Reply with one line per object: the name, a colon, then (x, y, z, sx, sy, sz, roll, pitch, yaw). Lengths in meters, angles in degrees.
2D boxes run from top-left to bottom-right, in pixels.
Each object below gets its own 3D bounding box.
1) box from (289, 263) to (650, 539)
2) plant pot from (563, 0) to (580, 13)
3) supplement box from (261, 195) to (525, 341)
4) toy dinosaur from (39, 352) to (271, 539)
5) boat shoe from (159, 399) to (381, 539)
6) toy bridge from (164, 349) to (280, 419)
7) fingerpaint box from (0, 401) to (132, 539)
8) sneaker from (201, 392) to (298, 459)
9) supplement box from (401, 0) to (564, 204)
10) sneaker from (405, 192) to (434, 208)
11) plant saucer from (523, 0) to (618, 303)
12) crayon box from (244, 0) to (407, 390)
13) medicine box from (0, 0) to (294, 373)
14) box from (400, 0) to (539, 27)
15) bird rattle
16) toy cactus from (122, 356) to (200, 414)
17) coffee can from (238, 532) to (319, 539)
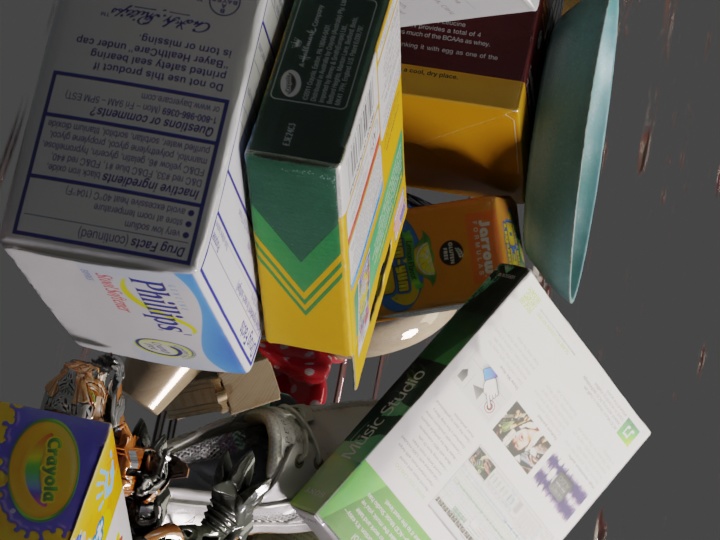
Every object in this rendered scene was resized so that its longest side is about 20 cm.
box: (0.068, 0.116, 1.557, 0.200, 0.036, 0.145, -48, 117, -20)
plant pot: (0.070, -0.166, 1.917, 0.186, 0.199, 0.188, 10, 90, -82)
supplement box: (0.000, 0.000, 1.631, 0.069, 0.199, 0.067, 13, 68, -77)
toy dinosaur: (-0.135, 0.138, 1.410, 0.135, 0.102, 0.201, -24, 142, -50)
boat shoe: (-0.051, 0.111, 1.534, 0.071, 0.199, 0.070, 59, -26, 32)
toy bridge: (-0.088, 0.070, 1.592, 0.200, 0.067, 0.027, -173, -115, -85)
fingerpaint box: (-0.170, 0.190, 1.236, 0.167, 0.073, 0.201, 88, 15, -54)
sneaker: (-0.056, 0.153, 1.741, 0.200, 0.140, 0.078, 30, 28, -51)
supplement box: (0.025, -0.172, 1.643, 0.133, 0.196, 0.201, 77, 24, -66)
sneaker: (0.000, -0.016, 1.729, 0.074, 0.199, 0.083, -136, -117, -74)
plant saucer: (0.129, -0.081, 1.635, 0.200, 0.036, 0.201, 8, 90, -83)
crayon box: (-0.015, -0.046, 1.356, 0.200, 0.051, 0.126, 86, 17, -55)
medicine box: (-0.093, -0.071, 1.329, 0.182, 0.102, 0.201, 71, 31, -71)
box: (0.019, -0.271, 1.489, 0.200, 0.130, 0.200, 39, 58, -46)
bird rattle: (-0.011, 0.014, 1.788, 0.200, 0.162, 0.113, -81, 159, -64)
toy cactus: (-0.089, 0.001, 1.507, 0.165, 0.102, 0.200, -56, -173, -8)
coffee can: (-0.085, 0.246, 1.576, 0.200, 0.145, 0.147, -67, 164, -54)
